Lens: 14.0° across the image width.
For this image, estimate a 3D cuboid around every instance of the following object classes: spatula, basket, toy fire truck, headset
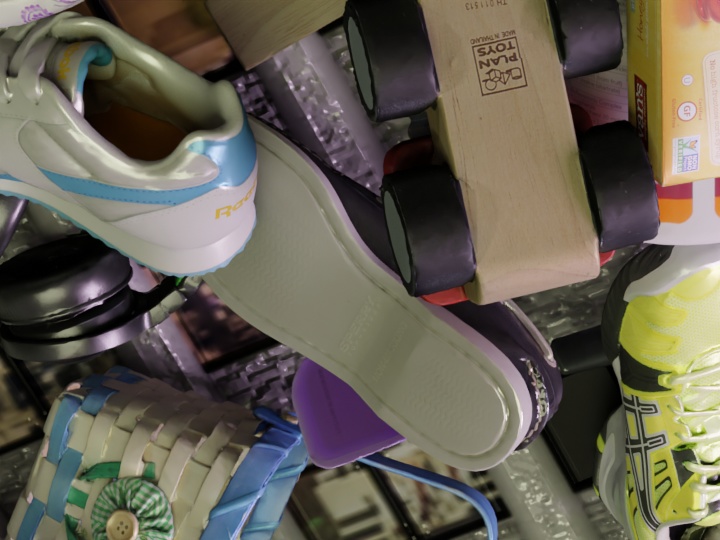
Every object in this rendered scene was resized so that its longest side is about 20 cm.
[{"bbox_3d":[0.069,0.037,1.248,0.199,0.057,0.021,-12,148,-13],"label":"spatula"},{"bbox_3d":[-0.058,0.143,1.278,0.199,0.139,0.177,22,100,3],"label":"basket"},{"bbox_3d":[0.019,-0.079,1.136,0.128,0.200,0.177,-14,95,-7],"label":"toy fire truck"},{"bbox_3d":[-0.146,-0.015,1.264,0.200,0.094,0.124,-36,106,7],"label":"headset"}]

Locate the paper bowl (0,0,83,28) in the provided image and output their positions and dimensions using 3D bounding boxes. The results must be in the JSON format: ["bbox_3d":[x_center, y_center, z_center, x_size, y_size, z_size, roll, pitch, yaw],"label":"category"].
[{"bbox_3d":[-0.150,-0.201,1.119,0.199,0.104,0.202,2,114,6],"label":"paper bowl"}]

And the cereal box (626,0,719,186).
[{"bbox_3d":[0.194,-0.116,1.072,0.199,0.040,0.145,-10,114,-14],"label":"cereal box"}]

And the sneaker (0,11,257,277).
[{"bbox_3d":[-0.132,-0.070,1.158,0.199,0.077,0.081,18,143,8],"label":"sneaker"}]

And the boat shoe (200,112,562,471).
[{"bbox_3d":[0.000,0.000,1.205,0.200,0.060,0.074,38,117,13],"label":"boat shoe"}]

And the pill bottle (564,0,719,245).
[{"bbox_3d":[0.123,-0.120,1.135,0.109,0.110,0.201,0,119,7],"label":"pill bottle"}]

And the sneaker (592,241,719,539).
[{"bbox_3d":[0.144,0.058,1.223,0.075,0.077,0.201,-19,142,-11],"label":"sneaker"}]
